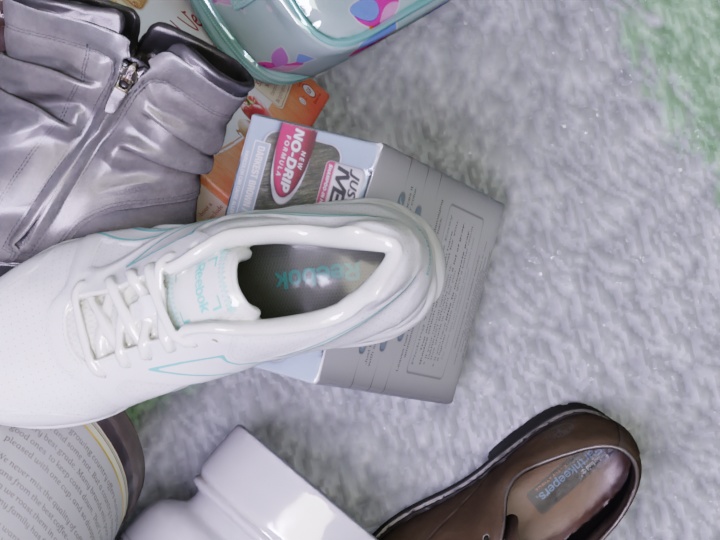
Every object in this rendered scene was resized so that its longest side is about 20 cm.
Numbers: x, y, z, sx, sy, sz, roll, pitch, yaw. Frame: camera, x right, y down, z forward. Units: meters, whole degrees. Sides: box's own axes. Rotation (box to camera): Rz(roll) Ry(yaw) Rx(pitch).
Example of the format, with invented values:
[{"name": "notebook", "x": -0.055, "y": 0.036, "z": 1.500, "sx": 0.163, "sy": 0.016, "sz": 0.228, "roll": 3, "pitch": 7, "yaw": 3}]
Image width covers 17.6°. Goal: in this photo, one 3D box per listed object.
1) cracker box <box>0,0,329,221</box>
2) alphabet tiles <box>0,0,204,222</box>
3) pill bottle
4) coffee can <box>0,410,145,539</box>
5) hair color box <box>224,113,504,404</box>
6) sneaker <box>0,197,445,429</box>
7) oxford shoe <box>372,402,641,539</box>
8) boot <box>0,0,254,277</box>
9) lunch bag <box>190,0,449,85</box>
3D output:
[{"name": "cracker box", "x": -0.118, "y": -0.098, "z": 1.017, "sx": 0.200, "sy": 0.134, "sz": 0.058, "roll": 39, "pitch": 120, "yaw": -8}, {"name": "alphabet tiles", "x": -0.163, "y": -0.016, "z": 0.979, "sx": 0.166, "sy": 0.006, "sz": 0.200, "roll": 35, "pitch": 113, "yaw": -6}, {"name": "pill bottle", "x": -0.082, "y": 0.176, "z": 1.045, "sx": 0.113, "sy": 0.113, "sz": 0.200, "roll": 41, "pitch": 86, "yaw": -8}, {"name": "coffee can", "x": -0.187, "y": 0.132, "z": 0.919, "sx": 0.146, "sy": 0.146, "sz": 0.201, "roll": 31, "pitch": 48, "yaw": -9}, {"name": "hair color box", "x": 0.000, "y": 0.000, "z": 1.007, "sx": 0.060, "sy": 0.200, "sz": 0.100, "roll": 15, "pitch": 89, "yaw": 18}, {"name": "sneaker", "x": -0.069, "y": 0.010, "z": 0.869, "sx": 0.199, "sy": 0.080, "sz": 0.071, "roll": -15, "pitch": 85, "yaw": 5}, {"name": "oxford shoe", "x": 0.050, "y": 0.139, "z": 1.080, "sx": 0.200, "sy": 0.084, "sz": 0.073, "roll": -45, "pitch": 99, "yaw": -3}, {"name": "boot", "x": -0.150, "y": -0.058, "z": 0.927, "sx": 0.198, "sy": 0.070, "sz": 0.133, "roll": 13, "pitch": 111, "yaw": -8}, {"name": "lunch bag", "x": -0.034, "y": -0.193, "z": 1.034, "sx": 0.160, "sy": 0.077, "sz": 0.201, "roll": -34, "pitch": 96, "yaw": -32}]
